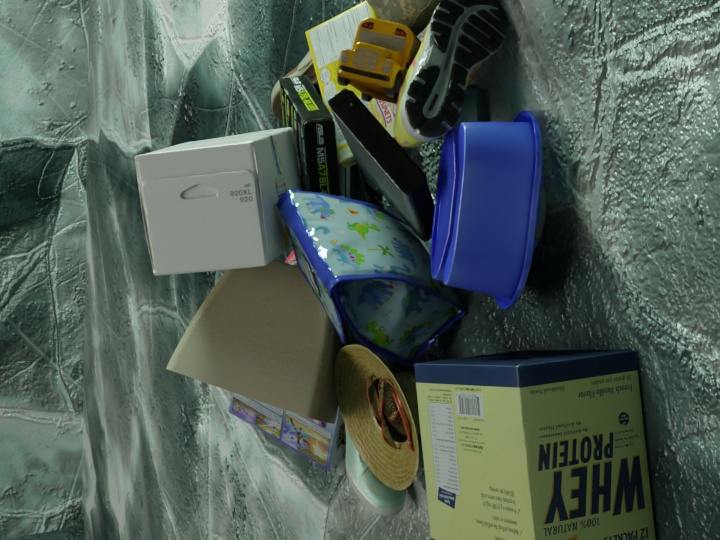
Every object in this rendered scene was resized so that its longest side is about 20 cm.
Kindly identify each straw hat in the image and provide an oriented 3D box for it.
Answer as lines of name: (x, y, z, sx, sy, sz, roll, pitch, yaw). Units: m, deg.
straw hat: (0.052, 0.166, 1.326, 0.201, 0.085, 0.202, 44, 144, 43)

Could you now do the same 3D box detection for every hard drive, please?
hard drive: (0.032, -0.115, 1.219, 0.140, 0.033, 0.200, 51, 179, 15)

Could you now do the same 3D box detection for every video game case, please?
video game case: (-0.102, 0.174, 1.608, 0.199, 0.045, 0.182, 26, 122, 26)

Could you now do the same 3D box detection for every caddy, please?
caddy: (0.137, -0.063, 1.090, 0.141, 0.104, 0.201, -138, 54, -82)

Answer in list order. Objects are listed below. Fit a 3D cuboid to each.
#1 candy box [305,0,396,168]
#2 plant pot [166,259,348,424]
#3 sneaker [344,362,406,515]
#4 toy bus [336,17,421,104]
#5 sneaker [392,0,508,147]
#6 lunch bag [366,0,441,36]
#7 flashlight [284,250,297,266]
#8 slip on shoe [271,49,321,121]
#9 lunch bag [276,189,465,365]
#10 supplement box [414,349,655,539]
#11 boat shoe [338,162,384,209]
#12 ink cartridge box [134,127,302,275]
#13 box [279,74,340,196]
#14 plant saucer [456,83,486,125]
candy box: (-0.003, -0.241, 1.382, 0.102, 0.026, 0.201, -21, 69, 19)
plant pot: (-0.111, 0.084, 1.415, 0.200, 0.199, 0.178, 56, -128, -79)
sneaker: (0.021, 0.213, 1.417, 0.118, 0.073, 0.201, 112, 147, -55)
toy bus: (0.032, -0.224, 1.190, 0.200, 0.065, 0.079, 0, -74, -76)
sneaker: (0.083, -0.211, 1.124, 0.201, 0.078, 0.090, -60, 7, -22)
lunch bag: (0.060, -0.376, 1.169, 0.164, 0.117, 0.201, 137, 128, -62)
flashlight: (-0.106, 0.037, 1.547, 0.200, 0.068, 0.068, -55, 21, -7)
slip on shoe: (-0.070, -0.253, 1.542, 0.200, 0.076, 0.061, -35, 60, 53)
lunch bag: (0.000, 0.000, 1.260, 0.127, 0.200, 0.170, -46, 46, 13)
supplement box: (0.162, 0.183, 1.041, 0.200, 0.134, 0.201, 171, 94, -65)
boat shoe: (-0.001, -0.090, 1.427, 0.075, 0.062, 0.201, -156, 59, -78)
ink cartridge box: (-0.163, -0.087, 1.309, 0.200, 0.146, 0.146, -47, -50, -74)
box: (-0.066, -0.137, 1.440, 0.193, 0.047, 0.201, -114, 18, -63)
plant saucer: (0.123, -0.105, 1.212, 0.070, 0.019, 0.201, -176, 81, -65)
